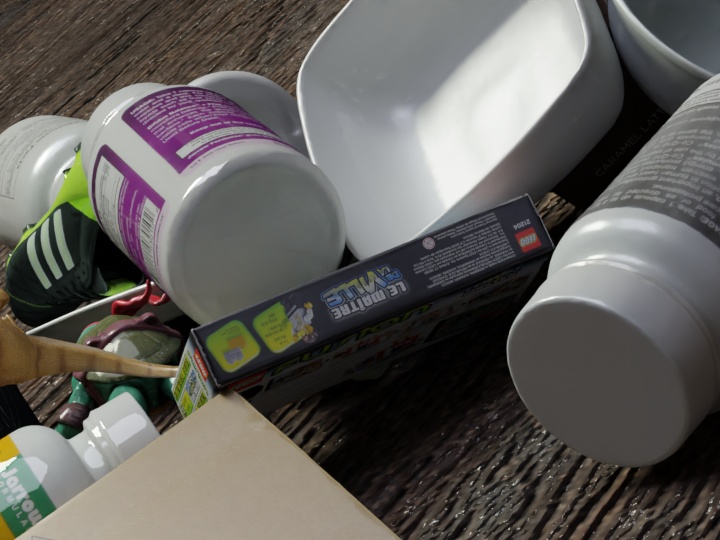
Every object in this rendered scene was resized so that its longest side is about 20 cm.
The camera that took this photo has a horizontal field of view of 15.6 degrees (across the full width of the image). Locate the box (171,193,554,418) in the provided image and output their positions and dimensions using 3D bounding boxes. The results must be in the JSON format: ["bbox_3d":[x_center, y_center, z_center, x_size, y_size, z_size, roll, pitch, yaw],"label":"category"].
[{"bbox_3d":[0.000,0.026,1.417,0.199,0.035,0.110,-22,-14,-17],"label":"box"}]

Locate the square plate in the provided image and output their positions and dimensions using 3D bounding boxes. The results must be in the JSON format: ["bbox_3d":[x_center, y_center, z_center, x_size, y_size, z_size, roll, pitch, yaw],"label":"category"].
[{"bbox_3d":[-0.141,0.025,1.718,0.199,0.029,0.198,-22,0,24],"label":"square plate"}]

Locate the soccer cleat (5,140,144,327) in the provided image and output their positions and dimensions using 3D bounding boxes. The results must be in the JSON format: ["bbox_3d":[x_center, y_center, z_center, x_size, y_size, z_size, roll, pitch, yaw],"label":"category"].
[{"bbox_3d":[-0.182,-0.007,1.733,0.067,0.081,0.200,-13,-26,-33],"label":"soccer cleat"}]

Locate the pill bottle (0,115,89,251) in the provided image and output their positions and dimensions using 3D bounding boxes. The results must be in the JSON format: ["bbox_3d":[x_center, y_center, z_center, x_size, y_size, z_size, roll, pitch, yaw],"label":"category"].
[{"bbox_3d":[-0.209,-0.055,1.980,0.114,0.115,0.200,-35,18,-16],"label":"pill bottle"}]

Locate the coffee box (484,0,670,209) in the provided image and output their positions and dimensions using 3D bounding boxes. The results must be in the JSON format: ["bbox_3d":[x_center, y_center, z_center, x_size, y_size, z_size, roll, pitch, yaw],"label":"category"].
[{"bbox_3d":[0.118,-0.147,1.618,0.114,0.080,0.200,-47,34,19],"label":"coffee box"}]

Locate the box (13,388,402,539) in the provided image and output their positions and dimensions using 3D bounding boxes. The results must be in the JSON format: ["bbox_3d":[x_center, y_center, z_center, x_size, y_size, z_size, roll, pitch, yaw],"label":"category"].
[{"bbox_3d":[-0.095,0.156,1.266,0.200,0.021,0.163,-35,45,-18],"label":"box"}]

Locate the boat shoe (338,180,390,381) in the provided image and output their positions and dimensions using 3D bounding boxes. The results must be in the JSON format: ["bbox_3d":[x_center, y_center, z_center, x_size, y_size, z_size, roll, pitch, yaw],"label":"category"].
[{"bbox_3d":[0.000,0.000,1.569,0.067,0.072,0.200,-18,24,32],"label":"boat shoe"}]

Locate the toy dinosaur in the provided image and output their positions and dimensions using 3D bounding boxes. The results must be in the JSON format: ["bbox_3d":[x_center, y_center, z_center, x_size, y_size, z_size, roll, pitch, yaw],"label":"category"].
[{"bbox_3d":[-0.195,0.046,1.465,0.199,0.061,0.106,1,33,-24],"label":"toy dinosaur"}]

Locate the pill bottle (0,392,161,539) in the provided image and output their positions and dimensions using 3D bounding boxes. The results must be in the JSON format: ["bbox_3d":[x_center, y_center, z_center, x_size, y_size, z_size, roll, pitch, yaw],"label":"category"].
[{"bbox_3d":[-0.183,0.152,1.375,0.200,0.113,0.113,-32,18,-9],"label":"pill bottle"}]

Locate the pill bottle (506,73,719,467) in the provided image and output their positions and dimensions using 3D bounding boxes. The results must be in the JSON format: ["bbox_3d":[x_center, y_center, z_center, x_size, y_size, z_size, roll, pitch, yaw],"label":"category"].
[{"bbox_3d":[0.159,-0.002,1.253,0.114,0.114,0.200,-12,25,45],"label":"pill bottle"}]

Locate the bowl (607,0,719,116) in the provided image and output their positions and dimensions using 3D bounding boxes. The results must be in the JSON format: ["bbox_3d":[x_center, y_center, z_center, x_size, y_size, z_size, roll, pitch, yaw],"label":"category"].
[{"bbox_3d":[0.222,-0.130,1.478,0.200,0.091,0.202,7,45,-7],"label":"bowl"}]

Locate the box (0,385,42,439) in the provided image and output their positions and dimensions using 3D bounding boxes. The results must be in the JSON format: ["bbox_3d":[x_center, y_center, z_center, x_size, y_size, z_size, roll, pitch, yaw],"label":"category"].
[{"bbox_3d":[-0.263,0.109,1.560,0.107,0.149,0.200,-28,17,6],"label":"box"}]

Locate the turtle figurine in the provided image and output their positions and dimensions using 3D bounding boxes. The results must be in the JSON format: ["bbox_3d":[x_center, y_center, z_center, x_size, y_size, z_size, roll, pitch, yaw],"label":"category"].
[{"bbox_3d":[-0.128,0.076,1.536,0.149,0.101,0.200,-33,23,-10],"label":"turtle figurine"}]

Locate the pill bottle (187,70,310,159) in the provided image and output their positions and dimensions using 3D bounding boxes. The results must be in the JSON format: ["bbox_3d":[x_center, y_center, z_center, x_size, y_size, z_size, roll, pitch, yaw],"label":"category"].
[{"bbox_3d":[-0.105,-0.064,1.784,0.111,0.111,0.200,-35,4,-16],"label":"pill bottle"}]

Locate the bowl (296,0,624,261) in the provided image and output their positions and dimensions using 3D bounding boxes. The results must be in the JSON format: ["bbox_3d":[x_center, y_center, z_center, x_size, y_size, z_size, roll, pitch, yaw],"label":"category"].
[{"bbox_3d":[0.064,-0.102,1.512,0.200,0.075,0.200,-42,41,22],"label":"bowl"}]

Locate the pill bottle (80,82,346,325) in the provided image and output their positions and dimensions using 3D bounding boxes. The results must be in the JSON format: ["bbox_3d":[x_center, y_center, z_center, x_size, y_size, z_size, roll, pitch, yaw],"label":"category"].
[{"bbox_3d":[-0.094,-0.044,1.541,0.112,0.112,0.200,-33,30,-10],"label":"pill bottle"}]
